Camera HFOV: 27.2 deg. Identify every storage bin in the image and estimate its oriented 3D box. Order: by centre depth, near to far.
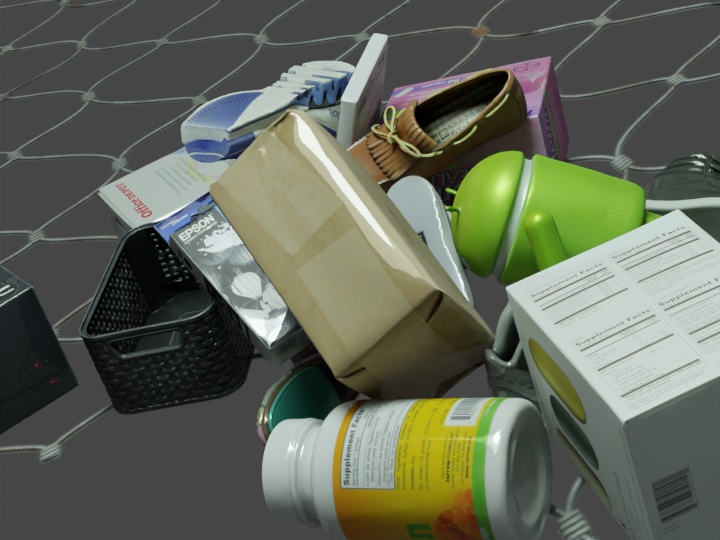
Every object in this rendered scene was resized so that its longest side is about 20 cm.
[{"bbox_3d":[-0.173,0.036,1.431,0.134,0.094,0.200,-11,30,14],"label":"storage bin"}]

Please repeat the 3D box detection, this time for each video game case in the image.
[{"bbox_3d":[-0.004,-0.116,1.482,0.018,0.201,0.143,11,36,8],"label":"video game case"}]

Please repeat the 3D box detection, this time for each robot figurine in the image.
[{"bbox_3d":[0.168,-0.035,1.278,0.199,0.116,0.176,16,13,0],"label":"robot figurine"}]

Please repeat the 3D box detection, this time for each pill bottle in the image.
[{"bbox_3d":[0.032,0.151,1.102,0.199,0.111,0.111,-3,33,26],"label":"pill bottle"}]

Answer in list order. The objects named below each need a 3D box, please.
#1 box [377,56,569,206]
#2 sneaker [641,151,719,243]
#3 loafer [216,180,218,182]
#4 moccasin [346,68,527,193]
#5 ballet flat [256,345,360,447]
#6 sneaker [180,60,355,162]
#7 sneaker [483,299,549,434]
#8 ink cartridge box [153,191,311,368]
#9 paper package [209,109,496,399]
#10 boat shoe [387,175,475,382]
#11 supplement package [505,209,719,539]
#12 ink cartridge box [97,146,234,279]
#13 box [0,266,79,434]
[{"bbox_3d":[0.112,-0.128,1.502,0.175,0.097,0.200,-10,23,16],"label":"box"},{"bbox_3d":[0.327,-0.062,1.320,0.199,0.071,0.099,8,44,46],"label":"sneaker"},{"bbox_3d":[-0.058,-0.027,1.406,0.063,0.072,0.200,-43,72,9],"label":"loafer"},{"bbox_3d":[0.056,-0.123,1.360,0.201,0.078,0.074,-23,61,9],"label":"moccasin"},{"bbox_3d":[-0.039,0.099,1.287,0.071,0.069,0.200,-17,20,43],"label":"ballet flat"},{"bbox_3d":[-0.071,-0.119,1.415,0.080,0.116,0.199,13,30,38],"label":"sneaker"},{"bbox_3d":[0.183,0.045,1.185,0.199,0.116,0.075,-30,31,-17],"label":"sneaker"},{"bbox_3d":[-0.097,-0.012,1.331,0.099,0.039,0.200,-35,59,-16],"label":"ink cartridge box"},{"bbox_3d":[0.000,0.000,1.179,0.103,0.191,0.200,-40,64,6],"label":"paper package"},{"bbox_3d":[0.069,0.015,1.321,0.071,0.070,0.201,-24,60,20],"label":"boat shoe"},{"bbox_3d":[0.223,0.085,1.059,0.150,0.152,0.200,-24,30,-7],"label":"supplement package"},{"bbox_3d":[-0.167,-0.076,1.620,0.199,0.085,0.144,-27,30,-16],"label":"ink cartridge box"},{"bbox_3d":[-0.393,0.099,1.422,0.200,0.123,0.106,-34,33,-24],"label":"box"}]
